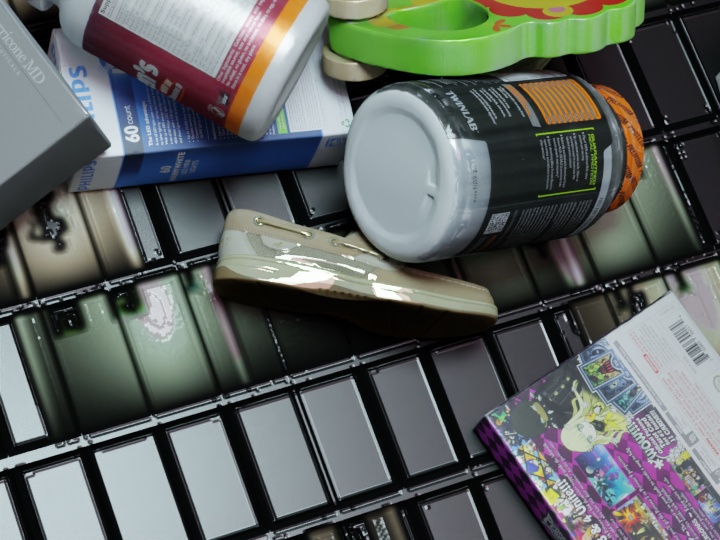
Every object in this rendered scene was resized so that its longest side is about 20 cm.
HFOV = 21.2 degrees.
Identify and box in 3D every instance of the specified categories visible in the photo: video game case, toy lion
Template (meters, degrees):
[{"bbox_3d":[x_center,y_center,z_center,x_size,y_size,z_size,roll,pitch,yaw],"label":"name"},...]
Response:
[{"bbox_3d":[0.207,0.141,1.350,0.181,0.036,0.200,-32,80,-23],"label":"video game case"},{"bbox_3d":[0.095,-0.185,1.350,0.191,0.069,0.200,15,35,27],"label":"toy lion"}]

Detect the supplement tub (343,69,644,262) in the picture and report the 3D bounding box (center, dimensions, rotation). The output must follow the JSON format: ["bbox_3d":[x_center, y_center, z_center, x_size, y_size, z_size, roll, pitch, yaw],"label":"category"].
[{"bbox_3d":[0.097,-0.076,1.337,0.200,0.123,0.123,-9,70,-40],"label":"supplement tub"}]

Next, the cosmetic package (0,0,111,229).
[{"bbox_3d":[-0.273,-0.070,1.247,0.200,0.090,0.107,-40,80,-2],"label":"cosmetic package"}]

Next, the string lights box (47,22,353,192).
[{"bbox_3d":[-0.113,-0.121,1.355,0.199,0.059,0.103,-7,71,-17],"label":"string lights box"}]

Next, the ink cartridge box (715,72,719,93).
[{"bbox_3d":[0.348,-0.114,1.469,0.115,0.068,0.200,-6,71,-17],"label":"ink cartridge box"}]

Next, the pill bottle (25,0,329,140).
[{"bbox_3d":[-0.130,-0.179,1.280,0.200,0.110,0.110,29,65,0],"label":"pill bottle"}]

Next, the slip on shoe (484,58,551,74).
[{"bbox_3d":[0.150,-0.220,1.462,0.074,0.061,0.200,22,75,24],"label":"slip on shoe"}]

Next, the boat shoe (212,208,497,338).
[{"bbox_3d":[0.000,0.000,1.333,0.199,0.072,0.065,10,68,-5],"label":"boat shoe"}]
